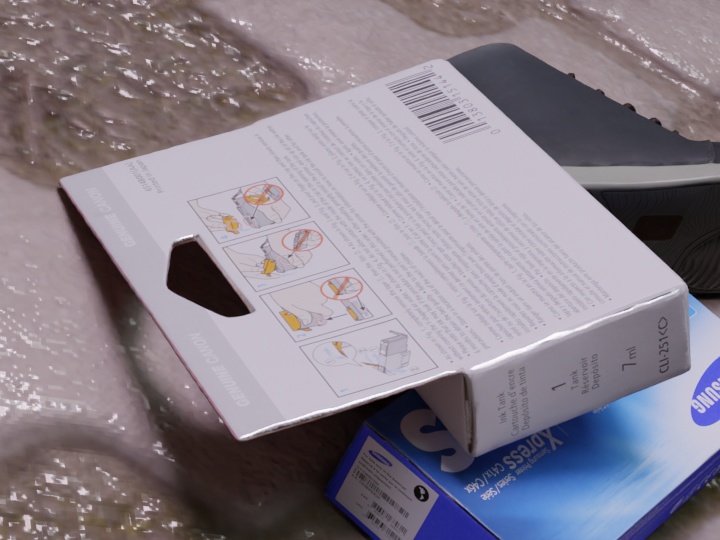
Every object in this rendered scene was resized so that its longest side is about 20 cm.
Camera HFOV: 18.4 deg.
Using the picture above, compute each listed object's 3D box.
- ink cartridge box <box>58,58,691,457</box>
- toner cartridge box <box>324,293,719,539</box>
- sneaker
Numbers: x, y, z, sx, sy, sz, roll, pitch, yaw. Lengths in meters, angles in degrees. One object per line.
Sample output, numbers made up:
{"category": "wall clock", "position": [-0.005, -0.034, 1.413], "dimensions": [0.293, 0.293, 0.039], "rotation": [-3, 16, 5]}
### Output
{"category": "ink cartridge box", "position": [0.000, 0.000, 0.845], "dimensions": [0.176, 0.045, 0.200], "rotation": [-19, 36, -17]}
{"category": "toner cartridge box", "position": [0.083, 0.064, 0.869], "dimensions": [0.095, 0.043, 0.200], "rotation": [41, 38, 15]}
{"category": "sneaker", "position": [0.121, -0.053, 1.005], "dimensions": [0.199, 0.075, 0.106], "rotation": [4, 43, -29]}
